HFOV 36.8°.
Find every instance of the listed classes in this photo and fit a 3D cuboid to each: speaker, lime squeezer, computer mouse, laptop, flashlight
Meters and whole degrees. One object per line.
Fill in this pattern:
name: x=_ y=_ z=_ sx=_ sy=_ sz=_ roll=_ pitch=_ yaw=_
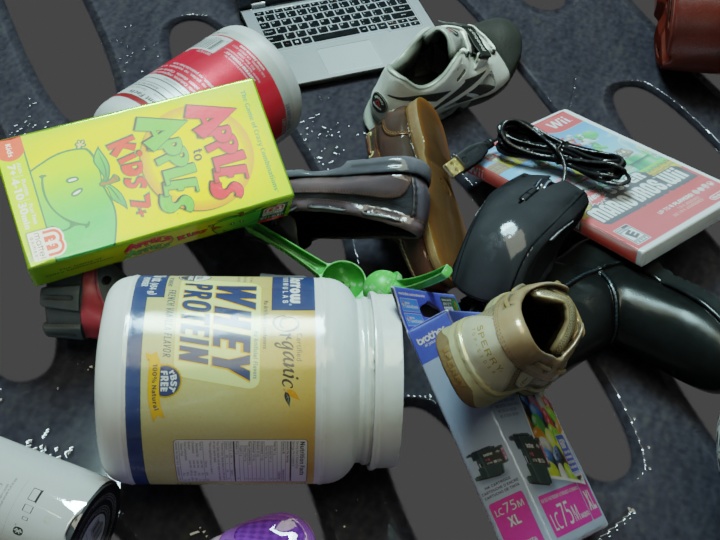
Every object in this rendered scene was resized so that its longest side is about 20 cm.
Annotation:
speaker: x=-0.268 y=0.144 z=0.722 sx=0.200 sy=0.081 sz=0.081 roll=18 pitch=52 yaw=10
lime squeezer: x=0.000 y=0.000 z=0.831 sx=0.200 sy=0.071 sz=0.038 roll=15 pitch=43 yaw=39
computer mouse: x=0.117 y=-0.063 z=0.874 sx=0.140 sy=0.046 sz=0.200 roll=25 pitch=54 yaw=30
laptop: x=-0.026 y=-0.300 z=1.078 sx=0.187 sy=0.116 sz=0.200 roll=-14 pitch=54 yaw=-15
flashlight: x=-0.141 y=0.024 z=0.838 sx=0.199 sy=0.068 sz=0.068 roll=1 pitch=55 yaw=-2

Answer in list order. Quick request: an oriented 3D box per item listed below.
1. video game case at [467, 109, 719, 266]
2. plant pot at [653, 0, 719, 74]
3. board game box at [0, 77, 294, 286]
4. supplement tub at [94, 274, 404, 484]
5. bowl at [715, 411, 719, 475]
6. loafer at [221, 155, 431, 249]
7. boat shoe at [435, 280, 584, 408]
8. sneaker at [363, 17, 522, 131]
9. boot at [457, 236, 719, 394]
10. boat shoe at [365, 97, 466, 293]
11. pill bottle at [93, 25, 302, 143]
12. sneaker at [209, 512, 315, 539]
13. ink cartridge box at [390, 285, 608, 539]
video game case: x=0.208 y=-0.079 z=0.940 sx=0.143 sy=0.017 sz=0.200 roll=-26 pitch=43 yaw=-33
plant pot: x=0.393 y=-0.270 z=1.050 sx=0.195 sy=0.201 sz=0.201 roll=3 pitch=50 yaw=8
board game box: x=-0.161 y=-0.068 z=0.813 sx=0.200 sy=0.048 sz=0.102 roll=-17 pitch=77 yaw=-14
supplement tub: x=-0.074 y=0.076 z=0.752 sx=0.199 sy=0.145 sz=0.145 roll=0 pitch=51 yaw=-4
bowl: x=0.319 y=0.117 z=0.762 sx=0.200 sy=0.201 sz=0.094 roll=-19 pitch=12 yaw=-19
loafer: x=-0.039 y=-0.046 z=0.876 sx=0.200 sy=0.072 sz=0.063 roll=-8 pitch=71 yaw=21
boat shoe: x=0.117 y=0.043 z=0.708 sx=0.071 sy=0.064 sz=0.200 roll=62 pitch=25 yaw=5
sneaker: x=0.091 y=-0.200 z=1.022 sx=0.074 sy=0.089 sz=0.200 roll=41 pitch=59 yaw=18
boot: x=0.183 y=0.050 z=0.840 sx=0.162 sy=0.073 sz=0.198 roll=-24 pitch=49 yaw=-24
boat shoe: x=0.045 y=-0.057 z=0.926 sx=0.070 sy=0.070 sz=0.200 roll=-26 pitch=47 yaw=23
pill bottle: x=-0.154 y=-0.117 z=0.922 sx=0.112 sy=0.112 sz=0.200 roll=36 pitch=57 yaw=22
sneaker: x=-0.112 y=0.210 z=0.678 sx=0.200 sy=0.089 sz=0.081 roll=-25 pitch=56 yaw=-24
ink cartridge box: x=0.095 y=0.095 z=0.737 sx=0.042 sy=0.119 sz=0.200 roll=-33 pitch=72 yaw=22
